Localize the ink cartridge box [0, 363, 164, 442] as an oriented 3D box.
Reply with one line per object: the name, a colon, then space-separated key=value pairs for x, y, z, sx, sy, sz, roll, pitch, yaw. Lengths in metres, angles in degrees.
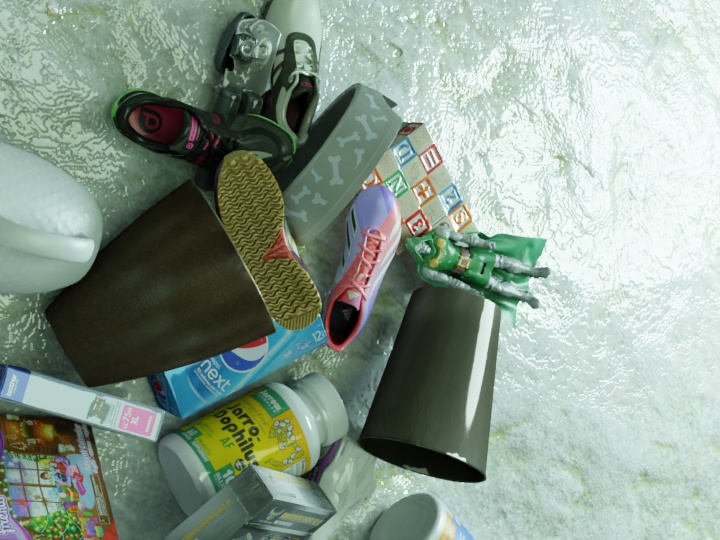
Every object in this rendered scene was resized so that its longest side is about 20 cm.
ink cartridge box: x=-0.311 y=0.130 z=1.375 sx=0.200 sy=0.119 sz=0.042 roll=17 pitch=80 yaw=-21

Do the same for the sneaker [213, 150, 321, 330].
sneaker: x=-0.106 y=-0.031 z=1.434 sx=0.075 sy=0.090 sz=0.200 roll=-21 pitch=99 yaw=-10

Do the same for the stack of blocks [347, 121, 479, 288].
stack of blocks: x=0.064 y=-0.066 z=1.633 sx=0.115 sy=0.059 sz=0.200 roll=-39 pitch=115 yaw=-21

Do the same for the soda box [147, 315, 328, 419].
soda box: x=-0.140 y=0.090 z=1.521 sx=0.200 sy=0.068 sz=0.064 roll=-27 pitch=110 yaw=-26

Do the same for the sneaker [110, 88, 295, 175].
sneaker: x=-0.168 y=-0.138 z=1.429 sx=0.200 sy=0.084 sz=0.077 roll=11 pitch=103 yaw=-5

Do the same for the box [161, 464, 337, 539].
box: x=-0.128 y=0.288 z=1.471 sx=0.158 sy=0.048 sz=0.200 roll=-42 pitch=157 yaw=6

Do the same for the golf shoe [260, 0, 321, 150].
golf shoe: x=-0.069 y=-0.227 z=1.515 sx=0.077 sy=0.088 sz=0.200 roll=6 pitch=92 yaw=-31

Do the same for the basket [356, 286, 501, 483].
basket: x=0.095 y=0.132 z=1.603 sx=0.180 sy=0.136 sz=0.200 roll=32 pitch=64 yaw=-42

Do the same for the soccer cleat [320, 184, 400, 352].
soccer cleat: x=0.000 y=0.000 z=1.557 sx=0.067 sy=0.076 sz=0.200 roll=18 pitch=111 yaw=-3

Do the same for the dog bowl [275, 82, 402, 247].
dog bowl: x=-0.034 y=-0.122 z=1.492 sx=0.059 sy=0.200 sz=0.200 roll=38 pitch=76 yaw=-13

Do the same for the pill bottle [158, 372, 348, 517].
pill bottle: x=-0.117 y=0.195 z=1.523 sx=0.200 sy=0.113 sz=0.113 roll=-26 pitch=109 yaw=-26

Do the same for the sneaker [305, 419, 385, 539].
sneaker: x=-0.030 y=0.280 z=1.609 sx=0.100 sy=0.075 sz=0.200 roll=29 pitch=81 yaw=-33

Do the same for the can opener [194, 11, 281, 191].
can opener: x=-0.142 y=-0.187 z=1.501 sx=0.053 sy=0.067 sz=0.200 roll=11 pitch=104 yaw=-31

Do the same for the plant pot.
plant pot: x=-0.221 y=0.033 z=1.416 sx=0.200 sy=0.187 sz=0.187 roll=-30 pitch=112 yaw=-8

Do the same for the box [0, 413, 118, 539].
box: x=-0.323 y=0.232 z=1.358 sx=0.137 sy=0.200 sz=0.039 roll=9 pitch=127 yaw=-33

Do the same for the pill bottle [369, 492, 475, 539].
pill bottle: x=0.109 y=0.380 z=1.687 sx=0.112 sy=0.112 sz=0.200 roll=-49 pitch=117 yaw=-17

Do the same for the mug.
mug: x=-0.337 y=-0.043 z=1.306 sx=0.175 sy=0.200 sz=0.148 roll=17 pitch=92 yaw=-39

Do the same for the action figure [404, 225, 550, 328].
action figure: x=0.136 y=-0.006 z=1.623 sx=0.200 sy=0.055 sz=0.118 roll=16 pitch=90 yaw=-29
